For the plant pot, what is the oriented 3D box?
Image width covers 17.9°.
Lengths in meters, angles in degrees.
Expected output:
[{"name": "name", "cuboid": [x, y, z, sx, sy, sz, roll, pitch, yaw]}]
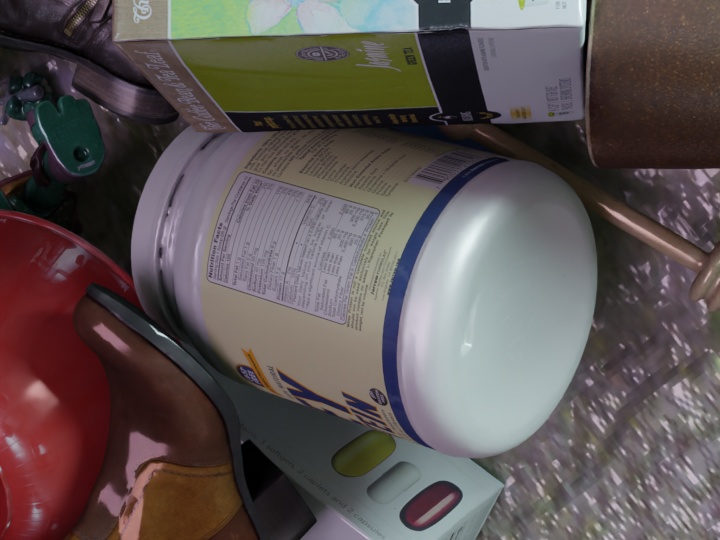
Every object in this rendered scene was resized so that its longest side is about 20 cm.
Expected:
[{"name": "plant pot", "cuboid": [0.214, -0.123, 0.990, 0.200, 0.187, 0.187, 9, 114, 13]}]

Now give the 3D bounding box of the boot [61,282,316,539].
[{"name": "boot", "cuboid": [-0.145, 0.127, 1.138, 0.068, 0.200, 0.188, 38, 164, 52]}]

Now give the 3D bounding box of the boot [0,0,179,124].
[{"name": "boot", "cuboid": [-0.141, -0.194, 1.265, 0.200, 0.069, 0.174, 30, 117, 17]}]

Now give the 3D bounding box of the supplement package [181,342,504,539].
[{"name": "supplement package", "cuboid": [-0.050, 0.137, 1.292, 0.200, 0.111, 0.156, 36, 125, 17]}]

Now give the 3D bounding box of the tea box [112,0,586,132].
[{"name": "tea box", "cuboid": [0.002, -0.144, 1.016, 0.196, 0.200, 0.134, -2, 83, 5]}]

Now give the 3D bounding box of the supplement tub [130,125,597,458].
[{"name": "supplement tub", "cuboid": [0.000, 0.000, 1.131, 0.200, 0.145, 0.145, 16, 117, 36]}]

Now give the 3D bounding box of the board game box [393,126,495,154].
[{"name": "board game box", "cuboid": [0.023, -0.050, 1.219, 0.158, 0.039, 0.200, -16, 96, 43]}]

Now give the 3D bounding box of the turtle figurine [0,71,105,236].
[{"name": "turtle figurine", "cuboid": [-0.208, -0.043, 1.333, 0.101, 0.150, 0.200, 35, 165, -11]}]

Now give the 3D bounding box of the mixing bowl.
[{"name": "mixing bowl", "cuboid": [-0.195, 0.081, 1.210, 0.200, 0.108, 0.200, 16, 127, 22]}]

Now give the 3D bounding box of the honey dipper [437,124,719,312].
[{"name": "honey dipper", "cuboid": [0.123, -0.029, 1.129, 0.200, 0.038, 0.038, 30, 123, 5]}]
